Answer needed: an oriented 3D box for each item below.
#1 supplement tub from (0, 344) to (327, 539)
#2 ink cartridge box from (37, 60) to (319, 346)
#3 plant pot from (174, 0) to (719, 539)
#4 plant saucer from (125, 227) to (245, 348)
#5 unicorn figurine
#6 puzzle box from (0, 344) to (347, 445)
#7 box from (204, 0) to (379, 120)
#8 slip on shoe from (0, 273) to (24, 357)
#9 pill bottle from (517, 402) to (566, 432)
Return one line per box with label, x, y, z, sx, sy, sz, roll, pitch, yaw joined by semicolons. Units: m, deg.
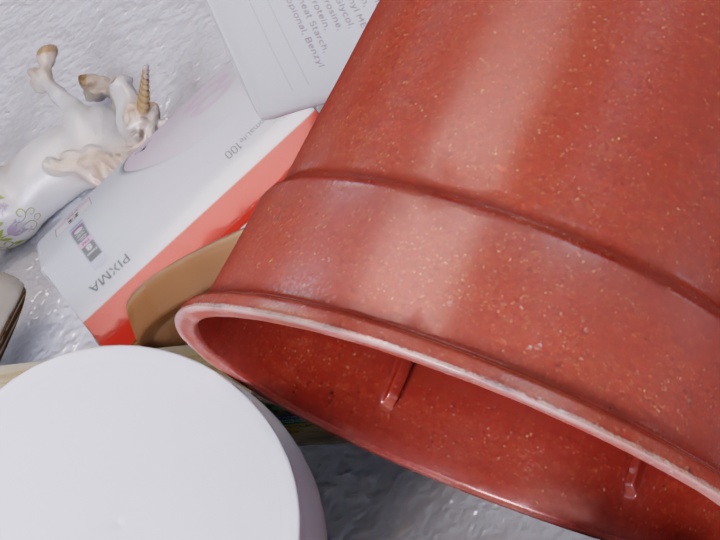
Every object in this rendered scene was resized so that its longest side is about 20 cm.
supplement tub;-0.087;0.113;0.748;0.144;0.200;0.145;1;71;-4
ink cartridge box;-0.087;-0.036;1.002;0.163;0.057;0.200;-43;12;-1
plant pot;0.069;-0.033;0.641;0.200;0.201;0.196;9;72;46
plant saucer;0.000;0.000;0.846;0.200;0.200;0.032;-22;80;25
unicorn figurine;-0.177;-0.072;1.162;0.200;0.074;0.138;-46;43;19
puzzle box;-0.078;0.060;0.883;0.200;0.133;0.026;-8;75;38
box;0.004;-0.209;0.965;0.130;0.200;0.199;-15;18;32
slip on shoe;-0.234;0.074;1.031;0.076;0.060;0.200;117;172;-51
pill bottle;0.137;-0.013;0.772;0.200;0.111;0.111;-41;37;1
